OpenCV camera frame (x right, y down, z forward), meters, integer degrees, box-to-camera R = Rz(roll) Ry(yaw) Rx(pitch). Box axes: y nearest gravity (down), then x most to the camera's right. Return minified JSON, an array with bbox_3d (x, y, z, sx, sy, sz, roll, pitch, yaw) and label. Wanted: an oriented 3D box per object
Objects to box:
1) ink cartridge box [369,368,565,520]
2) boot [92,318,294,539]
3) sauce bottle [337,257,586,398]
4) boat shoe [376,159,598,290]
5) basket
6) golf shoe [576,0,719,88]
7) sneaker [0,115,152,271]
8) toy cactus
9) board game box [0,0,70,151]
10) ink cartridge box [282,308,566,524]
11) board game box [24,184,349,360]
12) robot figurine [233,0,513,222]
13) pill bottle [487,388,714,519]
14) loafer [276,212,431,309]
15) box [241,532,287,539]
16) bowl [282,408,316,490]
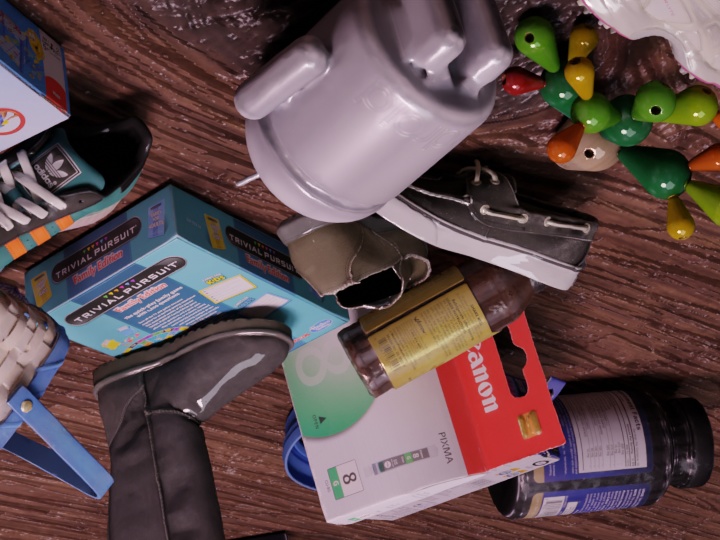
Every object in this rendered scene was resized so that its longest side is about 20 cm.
[{"bbox_3d":[0.082,0.145,1.413,0.199,0.077,0.136,-21,164,17],"label":"ink cartridge box"},{"bbox_3d":[-0.118,0.150,1.242,0.181,0.201,0.073,-22,149,18],"label":"boot"},{"bbox_3d":[0.081,0.028,1.305,0.199,0.065,0.065,-27,149,-1],"label":"sauce bottle"},{"bbox_3d":[0.084,-0.047,1.220,0.199,0.071,0.064,18,107,-28],"label":"boat shoe"},{"bbox_3d":[-0.275,0.080,1.180,0.176,0.139,0.200,17,148,39],"label":"basket"},{"bbox_3d":[0.217,-0.173,1.042,0.199,0.076,0.091,17,136,-41],"label":"golf shoe"},{"bbox_3d":[-0.211,-0.048,1.036,0.200,0.071,0.080,-35,176,-44],"label":"sneaker"},{"bbox_3d":[0.170,-0.086,1.122,0.199,0.103,0.165,29,168,-10],"label":"toy cactus"},{"bbox_3d":[-0.306,-0.116,0.970,0.199,0.056,0.196,-23,148,18],"label":"board game box"},{"bbox_3d":[0.044,0.096,1.338,0.199,0.162,0.050,-22,163,19],"label":"ink cartridge box"},{"bbox_3d":[-0.128,0.020,1.265,0.151,0.047,0.200,-28,146,27],"label":"board game box"},{"bbox_3d":[0.004,-0.105,1.038,0.169,0.113,0.200,13,142,-38],"label":"robot figurine"},{"bbox_3d":[0.224,0.170,1.571,0.199,0.112,0.112,-3,149,-13],"label":"pill bottle"},{"bbox_3d":[0.000,0.000,1.222,0.075,0.070,0.200,-23,166,21],"label":"loafer"},{"bbox_3d":[-0.164,0.376,1.788,0.199,0.105,0.182,-8,148,-5],"label":"box"},{"bbox_3d":[0.025,0.146,1.535,0.199,0.040,0.201,-8,149,-5],"label":"bowl"}]
